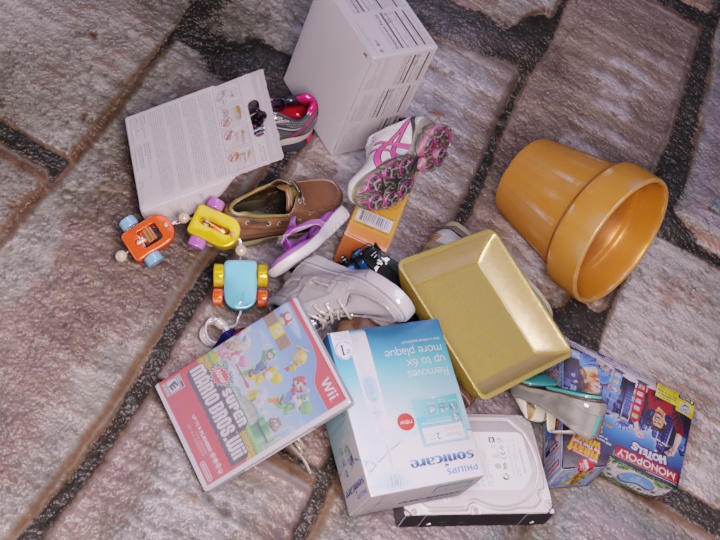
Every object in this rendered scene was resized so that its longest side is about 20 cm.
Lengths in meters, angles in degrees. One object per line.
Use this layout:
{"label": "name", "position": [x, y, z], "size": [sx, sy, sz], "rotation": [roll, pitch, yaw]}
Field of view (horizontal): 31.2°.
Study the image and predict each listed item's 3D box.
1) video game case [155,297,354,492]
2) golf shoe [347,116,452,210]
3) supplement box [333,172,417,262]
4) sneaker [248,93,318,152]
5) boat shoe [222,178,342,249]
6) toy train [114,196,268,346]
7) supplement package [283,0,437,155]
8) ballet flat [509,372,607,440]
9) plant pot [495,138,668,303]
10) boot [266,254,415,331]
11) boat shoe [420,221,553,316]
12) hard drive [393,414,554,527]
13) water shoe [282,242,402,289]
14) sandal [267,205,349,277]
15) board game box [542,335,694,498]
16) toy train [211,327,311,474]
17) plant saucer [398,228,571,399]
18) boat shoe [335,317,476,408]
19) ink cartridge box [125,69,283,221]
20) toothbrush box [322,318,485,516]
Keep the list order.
{"label": "video game case", "position": [-0.123, 0.142, 1.469], "size": [0.200, 0.017, 0.143], "rotation": [-32, 71, 9]}
{"label": "golf shoe", "position": [0.037, -0.145, 1.733], "size": [0.092, 0.073, 0.200], "rotation": [22, 42, 29]}
{"label": "supplement box", "position": [0.027, -0.087, 1.764], "size": [0.069, 0.067, 0.200], "rotation": [24, 49, 1]}
{"label": "sneaker", "position": [-0.149, -0.200, 1.772], "size": [0.200, 0.075, 0.081], "rotation": [-21, 66, -32]}
{"label": "boat shoe", "position": [-0.098, -0.084, 1.709], "size": [0.200, 0.068, 0.072], "rotation": [-25, 67, -35]}
{"label": "toy train", "position": [-0.205, -0.005, 1.621], "size": [0.150, 0.056, 0.200], "rotation": [-38, 84, -11]}
{"label": "supplement package", "position": [-0.005, -0.292, 1.816], "size": [0.111, 0.200, 0.156], "rotation": [-16, 61, -32]}
{"label": "ballet flat", "position": [0.231, 0.166, 1.604], "size": [0.067, 0.200, 0.064], "rotation": [7, 95, -27]}
{"label": "plant pot", "position": [0.296, -0.086, 1.805], "size": [0.200, 0.200, 0.183], "rotation": [-28, 53, -36]}
{"label": "boot", "position": [-0.028, 0.046, 1.528], "size": [0.096, 0.200, 0.074], "rotation": [-46, 124, -21]}
{"label": "boat shoe", "position": [0.167, 0.020, 1.740], "size": [0.200, 0.075, 0.068], "rotation": [40, 56, 19]}
{"label": "hard drive", "position": [0.129, 0.242, 1.575], "size": [0.200, 0.038, 0.140], "rotation": [3, 53, -19]}
{"label": "water shoe", "position": [0.000, 0.000, 1.660], "size": [0.200, 0.079, 0.072], "rotation": [7, 8, -10]}
{"label": "sandal", "position": [-0.077, -0.044, 1.640], "size": [0.050, 0.082, 0.203], "rotation": [51, 25, -3]}
{"label": "board game box", "position": [0.314, 0.213, 1.656], "size": [0.200, 0.062, 0.200], "rotation": [27, 50, -1]}
{"label": "toy train", "position": [-0.081, 0.149, 1.539], "size": [0.116, 0.085, 0.200], "rotation": [-18, 62, -47]}
{"label": "plant saucer", "position": [0.148, 0.060, 1.625], "size": [0.200, 0.048, 0.200], "rotation": [-19, 73, -45]}
{"label": "boat shoe", "position": [0.052, 0.121, 1.618], "size": [0.200, 0.076, 0.072], "rotation": [32, 60, 6]}
{"label": "ink cartridge box", "position": [-0.200, -0.161, 1.675], "size": [0.200, 0.050, 0.161], "rotation": [-18, 57, 5]}
{"label": "toothbrush box", "position": [0.040, 0.169, 1.499], "size": [0.146, 0.085, 0.200], "rotation": [-6, 67, -22]}
